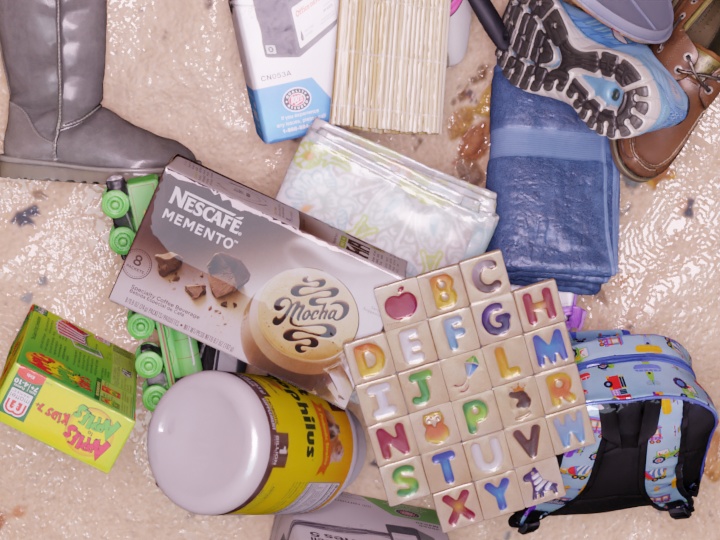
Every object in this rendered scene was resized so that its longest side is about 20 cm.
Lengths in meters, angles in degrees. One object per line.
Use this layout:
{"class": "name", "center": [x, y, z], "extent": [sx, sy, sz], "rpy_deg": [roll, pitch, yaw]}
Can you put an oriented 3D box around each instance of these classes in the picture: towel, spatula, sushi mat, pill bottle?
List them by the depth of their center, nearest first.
{"class": "spatula", "center": [0.073, -0.254, 1.437], "extent": [0.020, 0.057, 0.201], "rpy_deg": [-7, 127, 31]}
{"class": "sushi mat", "center": [0.027, -0.207, 1.446], "extent": [0.095, 0.012, 0.202], "rpy_deg": [2, 96, -23]}
{"class": "towel", "center": [0.000, 0.000, 1.469], "extent": [0.170, 0.048, 0.201], "rpy_deg": [24, 100, -1]}
{"class": "pill bottle", "center": [-0.074, 0.139, 1.471], "extent": [0.108, 0.200, 0.110], "rpy_deg": [-3, 83, 27]}
{"class": "towel", "center": [0.158, -0.085, 1.516], "extent": [0.111, 0.049, 0.202], "rpy_deg": [6, 75, -6]}

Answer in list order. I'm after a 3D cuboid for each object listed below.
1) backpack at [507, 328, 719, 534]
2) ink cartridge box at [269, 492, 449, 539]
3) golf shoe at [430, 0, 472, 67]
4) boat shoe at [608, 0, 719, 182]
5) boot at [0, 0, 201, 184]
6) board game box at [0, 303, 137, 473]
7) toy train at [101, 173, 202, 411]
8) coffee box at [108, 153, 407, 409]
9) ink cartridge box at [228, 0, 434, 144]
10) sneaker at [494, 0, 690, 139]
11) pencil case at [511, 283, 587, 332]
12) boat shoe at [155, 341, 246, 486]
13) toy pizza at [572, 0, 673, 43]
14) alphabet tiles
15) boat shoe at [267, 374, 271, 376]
{"class": "backpack", "center": [0.196, 0.115, 1.507], "extent": [0.181, 0.201, 0.136], "rpy_deg": [-5, 60, -2]}
{"class": "ink cartridge box", "center": [0.002, 0.254, 1.526], "extent": [0.144, 0.200, 0.085], "rpy_deg": [12, 100, -9]}
{"class": "golf shoe", "center": [0.085, -0.264, 1.498], "extent": [0.091, 0.073, 0.202], "rpy_deg": [-1, 101, -8]}
{"class": "boat shoe", "center": [0.263, -0.167, 1.503], "extent": [0.072, 0.068, 0.201], "rpy_deg": [28, 75, -18]}
{"class": "boot", "center": [-0.213, -0.171, 1.493], "extent": [0.180, 0.073, 0.202], "rpy_deg": [3, 94, -9]}
{"class": "board game box", "center": [-0.231, 0.090, 1.467], "extent": [0.101, 0.200, 0.048], "rpy_deg": [27, 97, -11]}
{"class": "toy train", "center": [-0.163, 0.019, 1.478], "extent": [0.056, 0.042, 0.202], "rpy_deg": [-12, 104, -4]}
{"class": "coffee box", "center": [-0.077, 0.006, 1.408], "extent": [0.199, 0.080, 0.114], "rpy_deg": [26, 101, -3]}
{"class": "ink cartridge box", "center": [-0.032, -0.218, 1.488], "extent": [0.144, 0.084, 0.202], "rpy_deg": [-13, 102, -4]}
{"class": "sneaker", "center": [0.183, -0.162, 1.475], "extent": [0.089, 0.200, 0.079], "rpy_deg": [2, 124, -41]}
{"class": "pencil case", "center": [0.089, 0.021, 1.548], "extent": [0.198, 0.086, 0.084], "rpy_deg": [0, 129, -4]}
{"class": "boat shoe", "center": [-0.133, 0.093, 1.546], "extent": [0.067, 0.074, 0.201], "rpy_deg": [12, 110, 3]}
{"class": "toy pizza", "center": [0.168, -0.250, 1.458], "extent": [0.200, 0.201, 0.032], "rpy_deg": [39, 121, -12]}
{"class": "alphabet tiles", "center": [0.083, 0.092, 1.387], "extent": [0.165, 0.006, 0.202], "rpy_deg": [-16, 104, 0]}
{"class": "boat shoe", "center": [-0.051, 0.021, 1.555], "extent": [0.072, 0.063, 0.202], "rpy_deg": [-10, 118, -39]}
